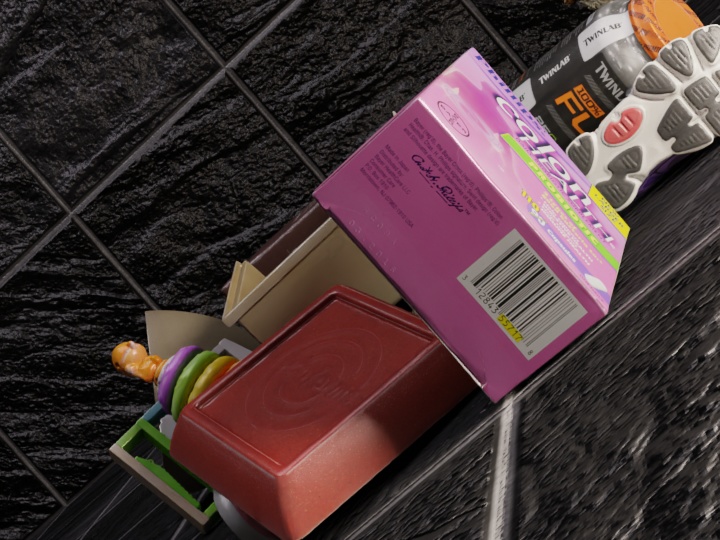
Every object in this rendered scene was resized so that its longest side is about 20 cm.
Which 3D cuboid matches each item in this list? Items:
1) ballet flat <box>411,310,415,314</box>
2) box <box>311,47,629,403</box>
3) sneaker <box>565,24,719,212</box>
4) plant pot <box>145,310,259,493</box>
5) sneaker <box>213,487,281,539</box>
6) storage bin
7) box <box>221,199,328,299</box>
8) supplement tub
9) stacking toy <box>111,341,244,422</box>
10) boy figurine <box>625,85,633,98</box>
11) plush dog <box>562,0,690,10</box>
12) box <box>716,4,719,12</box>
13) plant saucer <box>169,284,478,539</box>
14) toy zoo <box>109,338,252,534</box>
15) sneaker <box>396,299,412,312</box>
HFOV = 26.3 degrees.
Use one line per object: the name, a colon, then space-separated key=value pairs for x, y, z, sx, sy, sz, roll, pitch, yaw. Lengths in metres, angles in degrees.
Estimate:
ballet flat: x=0.083 y=0.019 z=1.266 sx=0.071 sy=0.071 sz=0.200 roll=-40 pitch=5 yaw=28
box: x=0.082 y=-0.038 z=1.025 sx=0.097 sy=0.176 sz=0.200 roll=-40 pitch=3 yaw=21
sneaker: x=0.228 y=-0.112 z=1.177 sx=0.200 sy=0.081 sz=0.083 roll=-38 pitch=-8 yaw=18
plant pot: x=-0.155 y=0.137 z=1.664 sx=0.133 sy=0.202 sz=0.200 roll=-6 pitch=-1 yaw=-8
sneaker: x=-0.034 y=0.123 z=1.151 sx=0.105 sy=0.075 sz=0.200 roll=-46 pitch=-3 yaw=28
storage bin: x=-0.009 y=-0.022 z=1.306 sx=0.200 sy=0.094 sz=0.199 roll=-43 pitch=12 yaw=10
box: x=0.000 y=0.000 z=1.522 sx=0.200 sy=0.166 sz=0.164 roll=-40 pitch=5 yaw=13
supplement tub: x=0.226 y=-0.168 z=1.441 sx=0.200 sy=0.123 sz=0.123 roll=-40 pitch=4 yaw=38
stacking toy: x=-0.151 y=0.115 z=1.458 sx=0.110 sy=0.199 sz=0.117 roll=-48 pitch=-28 yaw=-43
boy figurine: x=0.304 y=-0.182 z=1.253 sx=0.124 sy=0.064 sz=0.200 roll=-42 pitch=-1 yaw=-44
plush dog: x=0.384 y=-0.421 z=2.304 sx=0.160 sy=0.172 sz=0.200 roll=-43 pitch=3 yaw=-28
box: x=0.437 y=-0.306 z=1.391 sx=0.200 sy=0.050 sz=0.198 roll=-43 pitch=3 yaw=-10
plant saucer: x=-0.028 y=0.085 z=1.099 sx=0.200 sy=0.037 sz=0.199 roll=-38 pitch=29 yaw=-19
toy zoo: x=-0.134 y=0.150 z=1.529 sx=0.200 sy=0.131 sz=0.021 roll=-44 pitch=-25 yaw=-26
sneaker: x=0.019 y=0.066 z=1.344 sx=0.200 sy=0.080 sz=0.115 roll=-48 pitch=8 yaw=4
